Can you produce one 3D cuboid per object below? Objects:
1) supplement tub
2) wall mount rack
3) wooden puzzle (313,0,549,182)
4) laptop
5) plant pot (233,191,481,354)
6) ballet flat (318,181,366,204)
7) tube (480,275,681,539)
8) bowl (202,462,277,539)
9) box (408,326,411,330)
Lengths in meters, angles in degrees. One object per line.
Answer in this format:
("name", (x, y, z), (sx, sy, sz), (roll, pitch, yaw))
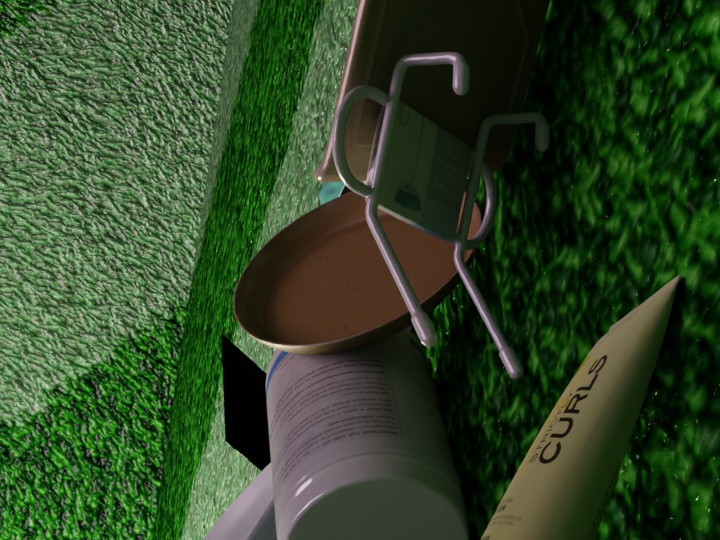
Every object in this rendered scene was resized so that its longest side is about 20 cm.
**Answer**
("supplement tub", (0.000, 0.132, 0.943), (0.201, 0.130, 0.133), (-100, 24, -58))
("wall mount rack", (0.058, -0.032, 0.817), (0.074, 0.199, 0.176), (5, 80, 35))
("wooden puzzle", (0.055, -0.153, 0.849), (0.037, 0.184, 0.202), (33, 116, 36))
("laptop", (-0.110, 0.210, 1.389), (0.188, 0.115, 0.202), (-102, 25, -60))
("plant pot", (0.000, 0.000, 0.989), (0.201, 0.198, 0.028), (-103, -9, -59))
("ballet flat", (0.013, -0.091, 1.232), (0.071, 0.067, 0.200), (69, 156, 18))
("tube", (0.101, 0.093, 0.637), (0.058, 0.052, 0.201), (6, 55, 40))
("bowl", (-0.081, 0.246, 1.043), (0.201, 0.090, 0.201), (-50, 6, 7))
("box", (0.040, -0.029, 1.090), (0.042, 0.038, 0.202), (-108, 31, -65))
